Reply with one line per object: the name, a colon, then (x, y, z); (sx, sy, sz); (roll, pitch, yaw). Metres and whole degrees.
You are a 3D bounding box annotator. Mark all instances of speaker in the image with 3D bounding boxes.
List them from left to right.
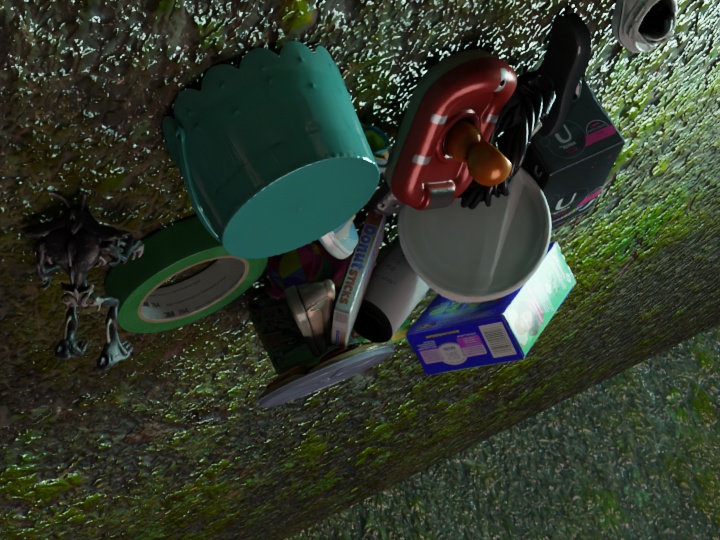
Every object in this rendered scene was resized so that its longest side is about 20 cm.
speaker: (0.059, 0.007, 1.710); (0.200, 0.081, 0.081); (-51, 177, -37)

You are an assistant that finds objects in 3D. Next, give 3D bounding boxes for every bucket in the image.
bucket: (-0.086, -0.115, 1.255); (0.205, 0.136, 0.208); (-23, 159, -9)

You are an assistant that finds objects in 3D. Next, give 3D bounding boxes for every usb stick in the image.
usb stick: (0.086, -0.142, 1.550); (0.200, 0.033, 0.055); (-45, 155, 27)

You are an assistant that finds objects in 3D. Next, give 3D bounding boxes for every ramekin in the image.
ramekin: (0.149, -0.049, 1.641); (0.200, 0.204, 0.094); (-26, 164, -4)

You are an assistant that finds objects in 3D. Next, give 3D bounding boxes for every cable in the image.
cable: (0.170, -0.147, 1.522); (0.050, 0.165, 0.200); (23, 155, -16)

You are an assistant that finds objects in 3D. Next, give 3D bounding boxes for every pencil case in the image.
pencil case: (-0.053, 0.005, 1.678); (0.088, 0.089, 0.199); (-35, 159, 21)

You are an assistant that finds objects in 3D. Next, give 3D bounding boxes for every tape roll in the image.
tape roll: (-0.211, 0.004, 1.514); (0.198, 0.049, 0.201); (-25, 160, -10)

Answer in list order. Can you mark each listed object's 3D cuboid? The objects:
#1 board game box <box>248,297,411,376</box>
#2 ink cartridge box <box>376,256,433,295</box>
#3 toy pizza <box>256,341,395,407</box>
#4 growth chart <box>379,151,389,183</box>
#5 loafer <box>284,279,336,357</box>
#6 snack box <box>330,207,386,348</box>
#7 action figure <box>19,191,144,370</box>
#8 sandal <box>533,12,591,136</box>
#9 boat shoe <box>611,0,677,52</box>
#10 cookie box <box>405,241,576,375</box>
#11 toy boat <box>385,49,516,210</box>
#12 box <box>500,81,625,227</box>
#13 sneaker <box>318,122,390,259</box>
board game box: (-0.044, 0.071, 1.755); (0.198, 0.135, 0.029); (-17, 136, -15)
ink cartridge box: (0.125, -0.026, 1.821); (0.198, 0.095, 0.037); (-31, 127, 3)
toy pizza: (-0.048, 0.130, 1.635); (0.198, 0.032, 0.200); (-22, 171, -4)
growth chart: (-0.045, -0.095, 1.535); (0.198, 0.018, 0.145); (-25, 161, -11)
loafer: (-0.050, 0.061, 1.597); (0.062, 0.073, 0.200); (-23, 163, -2)
snack box: (0.000, 0.000, 1.599); (0.024, 0.201, 0.072); (14, 140, 7)
action figure: (-0.293, -0.001, 1.314); (0.117, 0.102, 0.203); (1, 115, -1)
sandal: (0.246, -0.230, 1.502); (0.042, 0.077, 0.201); (-19, 158, -19)
boat shoe: (0.342, -0.298, 1.480); (0.073, 0.066, 0.200); (-31, 160, 8)
cookie box: (0.184, 0.052, 1.735); (0.170, 0.076, 0.200); (-14, -158, 39)
toy boat: (0.122, -0.146, 1.419); (0.130, 0.131, 0.202); (-10, 131, -44)
box: (0.264, -0.145, 1.693); (0.121, 0.107, 0.201); (-25, 160, -13)
sneaker: (-0.010, -0.096, 1.449); (0.130, 0.080, 0.200); (-30, 148, 3)
